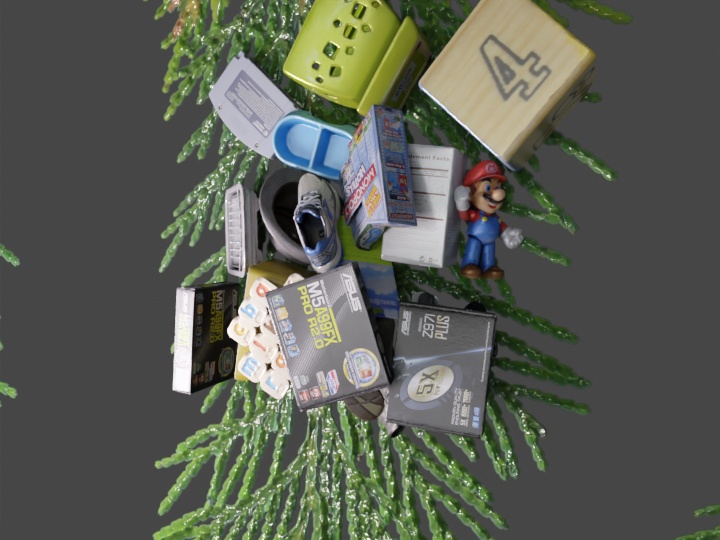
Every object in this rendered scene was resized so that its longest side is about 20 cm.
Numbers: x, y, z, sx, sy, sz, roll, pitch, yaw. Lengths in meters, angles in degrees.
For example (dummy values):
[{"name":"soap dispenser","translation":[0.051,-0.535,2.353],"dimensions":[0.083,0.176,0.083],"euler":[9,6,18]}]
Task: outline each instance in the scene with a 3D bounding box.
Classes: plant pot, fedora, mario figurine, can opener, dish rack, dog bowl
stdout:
[{"name":"plant pot","translation":[0.009,-0.376,1.127],"dimensions":[0.180,0.199,0.202],"euler":[34,103,9]},{"name":"fedora","translation":[-0.118,-0.086,1.216],"dimensions":[0.199,0.179,0.090],"euler":[35,141,-16]},{"name":"mario figurine","translation":[0.219,-0.086,1.099],"dimensions":[0.104,0.123,0.204],"euler":[3,94,25]},{"name":"can opener","translation":[0.102,0.138,1.182],"dimensions":[0.052,0.067,0.204],"euler":[10,96,20]},{"name":"dish rack","translation":[-0.229,-0.078,1.254],"dimensions":[0.043,0.199,0.175],"euler":[-3,93,-22]},{"name":"dog bowl","translation":[-0.080,-0.234,1.222],"dimensions":[0.197,0.050,0.113],"euler":[20,105,8]},{"name":"plant pot","translation":[-0.114,0.097,1.205],"dimensions":[0.173,0.200,0.204],"euler":[9,96,4]}]

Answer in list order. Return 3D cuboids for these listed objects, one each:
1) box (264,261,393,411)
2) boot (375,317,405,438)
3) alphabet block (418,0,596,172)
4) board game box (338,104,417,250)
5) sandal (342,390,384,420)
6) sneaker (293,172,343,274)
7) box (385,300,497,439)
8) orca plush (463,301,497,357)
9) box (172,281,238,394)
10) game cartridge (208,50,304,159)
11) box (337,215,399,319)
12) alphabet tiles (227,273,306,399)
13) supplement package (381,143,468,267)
[{"name":"box","translation":[-0.051,0.107,1.038],"dimensions":[0.158,0.044,0.204],"euler":[-17,90,14]},{"name":"boot","translation":[0.059,0.192,1.180],"dimensions":[0.130,0.067,0.204],"euler":[28,111,43]},{"name":"alphabet block","translation":[0.242,-0.304,1.041],"dimensions":[0.196,0.195,0.201],"euler":[44,105,11]},{"name":"board game box","translation":[0.023,-0.131,1.083],"dimensions":[0.200,0.061,0.203],"euler":[-51,44,47]},{"name":"sandal","translation":[-0.028,0.166,1.107],"dimensions":[0.082,0.055,0.201],"euler":[-41,87,10]},{"name":"sneaker","translation":[-0.077,-0.097,1.109],"dimensions":[0.076,0.085,0.203],"euler":[-22,59,13]},{"name":"box","translation":[0.138,0.163,1.078],"dimensions":[0.161,0.086,0.204],"euler":[7,85,15]},{"name":"orca plush","translation":[0.179,0.158,1.152],"dimensions":[0.104,0.071,0.202],"euler":[31,103,16]},{"name":"box","translation":[-0.307,0.129,1.288],"dimensions":[0.043,0.160,0.204],"euler":[5,94,21]},{"name":"game cartridge","translation":[-0.212,-0.327,1.294],"dimensions":[0.200,0.041,0.134],"euler":[46,111,13]},{"name":"box","translation":[0.000,0.000,1.149],"dimensions":[0.048,0.120,0.203],"euler":[-46,45,49]},{"name":"alphabet tiles","translation":[-0.124,0.112,1.092],"dimensions":[0.194,0.015,0.202],"euler":[33,100,8]},{"name":"supplement package","translation":[0.115,-0.114,1.137],"dimensions":[0.115,0.117,0.204],"euler":[8,95,21]}]
